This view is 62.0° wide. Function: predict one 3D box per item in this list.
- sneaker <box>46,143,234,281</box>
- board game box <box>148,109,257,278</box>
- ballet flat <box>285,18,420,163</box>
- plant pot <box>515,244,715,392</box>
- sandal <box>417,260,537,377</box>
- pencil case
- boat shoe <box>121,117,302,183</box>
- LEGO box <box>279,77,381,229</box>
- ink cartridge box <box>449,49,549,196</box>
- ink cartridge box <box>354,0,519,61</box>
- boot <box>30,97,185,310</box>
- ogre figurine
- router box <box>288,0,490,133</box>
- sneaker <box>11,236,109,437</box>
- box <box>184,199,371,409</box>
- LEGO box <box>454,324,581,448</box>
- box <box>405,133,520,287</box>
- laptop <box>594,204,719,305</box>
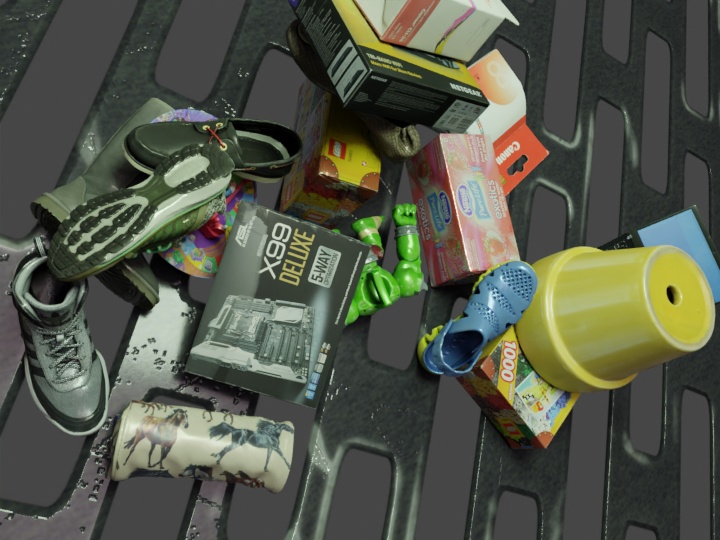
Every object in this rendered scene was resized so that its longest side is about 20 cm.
[{"bbox_3d":[-0.204,-0.039,0.594,0.199,0.089,0.077,-36,59,-22],"label":"sneaker"},{"bbox_3d":[-0.169,-0.093,0.704,0.157,0.039,0.202,5,80,-51],"label":"board game box"},{"bbox_3d":[-0.003,-0.205,0.669,0.200,0.046,0.067,48,60,-6],"label":"ballet flat"},{"bbox_3d":[0.339,0.053,0.791,0.199,0.189,0.203,8,72,-25],"label":"plant pot"},{"bbox_3d":[0.157,0.072,0.783,0.079,0.087,0.200,39,101,-3],"label":"sandal"},{"bbox_3d":[-0.166,0.194,0.648,0.198,0.090,0.078,14,41,-23],"label":"pencil case"},{"bbox_3d":[-0.157,-0.139,0.663,0.200,0.063,0.074,-3,67,-39],"label":"boat shoe"},{"bbox_3d":[-0.033,-0.173,0.767,0.077,0.149,0.202,15,69,-22],"label":"LEGO box"},{"bbox_3d":[0.225,-0.243,0.985,0.162,0.050,0.200,-41,93,-29],"label":"ink cartridge box"},{"bbox_3d":[0.078,-0.301,0.661,0.199,0.068,0.117,-9,62,-46],"label":"ink cartridge box"},{"bbox_3d":[-0.244,-0.081,0.697,0.182,0.072,0.200,50,51,-15],"label":"boot"},{"bbox_3d":[0.000,0.000,0.775,0.199,0.098,0.121,-19,79,-34],"label":"ogre figurine"},{"bbox_3d":[0.036,-0.238,0.662,0.199,0.052,0.158,-3,58,-44],"label":"router box"},{"bbox_3d":[-0.299,0.066,0.593,0.075,0.114,0.202,-15,83,-29],"label":"sneaker"},{"bbox_3d":[-0.095,0.039,0.690,0.156,0.050,0.202,19,91,-13],"label":"box"},{"bbox_3d":[0.250,0.133,0.876,0.149,0.077,0.200,50,61,-6],"label":"LEGO box"},{"bbox_3d":[0.146,-0.086,0.870,0.094,0.102,0.202,-6,79,-28],"label":"box"},{"bbox_3d":[0.517,0.010,1.032,0.199,0.103,0.179,-21,86,-30],"label":"laptop"}]
